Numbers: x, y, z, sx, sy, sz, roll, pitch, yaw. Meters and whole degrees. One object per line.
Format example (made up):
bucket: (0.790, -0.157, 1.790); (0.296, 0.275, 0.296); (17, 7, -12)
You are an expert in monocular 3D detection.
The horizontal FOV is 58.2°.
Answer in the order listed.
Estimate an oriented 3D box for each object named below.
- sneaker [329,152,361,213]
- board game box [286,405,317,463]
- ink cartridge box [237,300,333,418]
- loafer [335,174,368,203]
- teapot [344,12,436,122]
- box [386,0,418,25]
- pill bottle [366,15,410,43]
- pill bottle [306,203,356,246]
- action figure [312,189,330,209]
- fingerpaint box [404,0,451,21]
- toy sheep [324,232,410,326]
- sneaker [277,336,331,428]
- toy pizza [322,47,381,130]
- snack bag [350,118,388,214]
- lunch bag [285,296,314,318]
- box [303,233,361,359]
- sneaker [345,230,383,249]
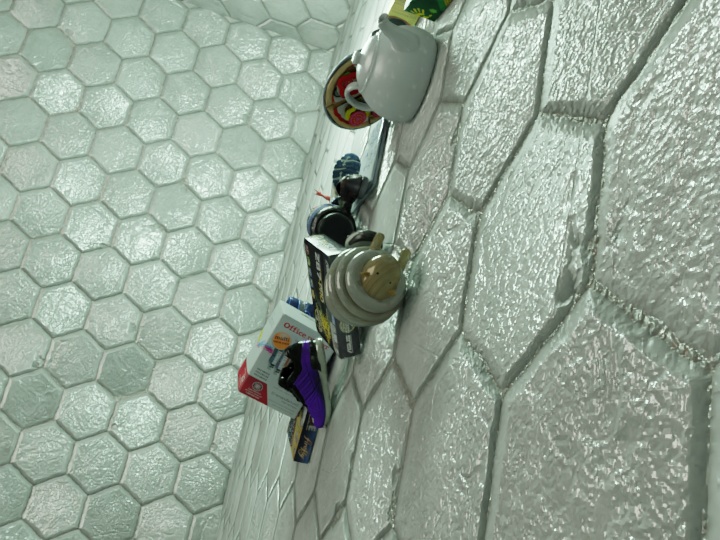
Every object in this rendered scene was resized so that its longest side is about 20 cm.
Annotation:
sneaker: (-0.050, -0.215, 1.729); (0.085, 0.077, 0.201); (162, 123, -81)
board game box: (-0.129, 0.340, 1.482); (0.200, 0.034, 0.136); (-155, 81, -78)
ink cartridge box: (-0.165, 0.195, 1.458); (0.201, 0.145, 0.145); (-60, 13, 2)
loafer: (-0.030, -0.201, 1.533); (0.200, 0.063, 0.072); (-164, 88, -78)
teapot: (0.052, -0.395, 1.279); (0.198, 0.145, 0.201); (-101, 27, -66)
box: (0.119, -0.619, 1.433); (0.200, 0.075, 0.050); (140, 144, -72)
pill bottle: (0.052, -0.476, 1.483); (0.200, 0.106, 0.107); (116, 164, -45)
pill bottle: (-0.070, -0.104, 1.581); (0.200, 0.111, 0.112); (-135, 60, -78)
action figure: (-0.115, -0.163, 1.925); (0.065, 0.099, 0.201); (179, 108, -77)
fingerpaint box: (0.157, -0.608, 1.228); (0.167, 0.073, 0.201); (-178, 103, -79)
toy sheep: (0.006, 0.024, 1.010); (0.200, 0.137, 0.138); (136, 147, -62)
sneaker: (-0.114, 0.226, 1.290); (0.070, 0.099, 0.201); (-117, 21, -66)
toy pizza: (0.011, -0.390, 1.413); (0.032, 0.199, 0.201); (55, 136, 36)
snack bag: (0.019, -0.255, 1.576); (0.200, 0.021, 0.189); (135, 147, -69)
lunch bag: (-0.159, 0.151, 1.625); (0.200, 0.132, 0.136); (128, 155, -64)
box: (-0.053, 0.045, 1.218); (0.161, 0.049, 0.201); (-146, 47, -63)
sneaker: (0.000, 0.000, 1.236); (0.201, 0.074, 0.080); (108, 161, -47)
